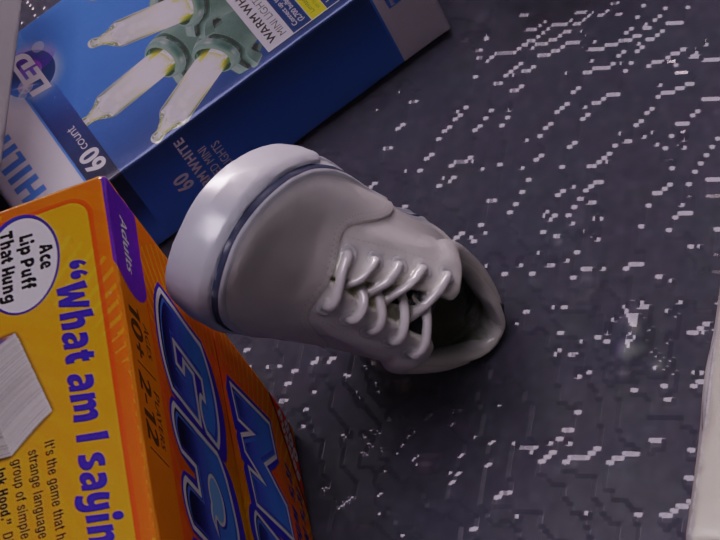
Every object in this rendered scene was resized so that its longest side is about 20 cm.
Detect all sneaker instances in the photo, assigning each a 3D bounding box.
[{"bbox_3d":[0.000,0.000,0.935,0.071,0.200,0.073,26,99,24],"label":"sneaker"}]

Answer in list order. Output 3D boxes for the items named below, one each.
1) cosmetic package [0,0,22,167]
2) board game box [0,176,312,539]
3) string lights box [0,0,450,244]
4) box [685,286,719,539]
[{"bbox_3d":[-0.267,-0.062,1.045,0.200,0.167,0.167,-28,49,40],"label":"cosmetic package"},{"bbox_3d":[-0.131,0.126,0.900,0.200,0.200,0.200,-19,55,10],"label":"board game box"},{"bbox_3d":[-0.073,-0.091,1.096,0.200,0.059,0.103,-37,56,-3],"label":"string lights box"},{"bbox_3d":[0.224,0.064,0.858,0.200,0.109,0.128,1,61,22],"label":"box"}]
